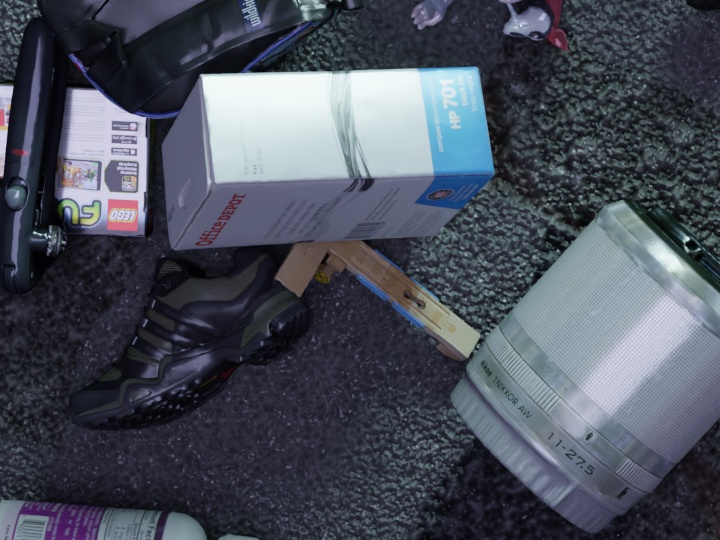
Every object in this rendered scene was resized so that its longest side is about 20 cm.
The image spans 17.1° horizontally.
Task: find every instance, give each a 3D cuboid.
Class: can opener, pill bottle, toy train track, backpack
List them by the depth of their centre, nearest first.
[{"bbox_3d":[-0.124,-0.203,1.679,0.190,0.154,0.200,-37,86,0],"label":"backpack"},{"bbox_3d":[-0.238,-0.081,1.708,0.078,0.063,0.201,11,99,3],"label":"can opener"},{"bbox_3d":[0.000,0.000,1.750,0.200,0.033,0.115,38,59,-10],"label":"toy train track"},{"bbox_3d":[-0.175,0.230,1.756,0.199,0.112,0.113,4,98,3],"label":"pill bottle"}]

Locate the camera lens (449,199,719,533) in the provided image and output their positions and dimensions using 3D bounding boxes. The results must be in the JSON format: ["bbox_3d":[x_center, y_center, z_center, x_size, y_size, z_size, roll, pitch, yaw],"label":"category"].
[{"bbox_3d":[0.181,0.064,1.688,0.160,0.160,0.200,42,98,-2],"label":"camera lens"}]

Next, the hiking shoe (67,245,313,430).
[{"bbox_3d":[-0.134,0.045,1.759,0.199,0.076,0.101,-28,73,11],"label":"hiking shoe"}]

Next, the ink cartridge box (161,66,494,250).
[{"bbox_3d":[-0.026,-0.076,1.653,0.199,0.146,0.086,-2,74,-17],"label":"ink cartridge box"}]

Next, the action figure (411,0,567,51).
[{"bbox_3d":[0.105,-0.245,1.692,0.149,0.134,0.200,-48,126,-23],"label":"action figure"}]

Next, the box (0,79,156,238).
[{"bbox_3d":[-0.251,-0.084,1.759,0.199,0.035,0.111,3,98,3],"label":"box"}]

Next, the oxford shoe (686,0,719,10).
[{"bbox_3d":[0.313,-0.248,1.694,0.199,0.073,0.085,-27,80,4],"label":"oxford shoe"}]
